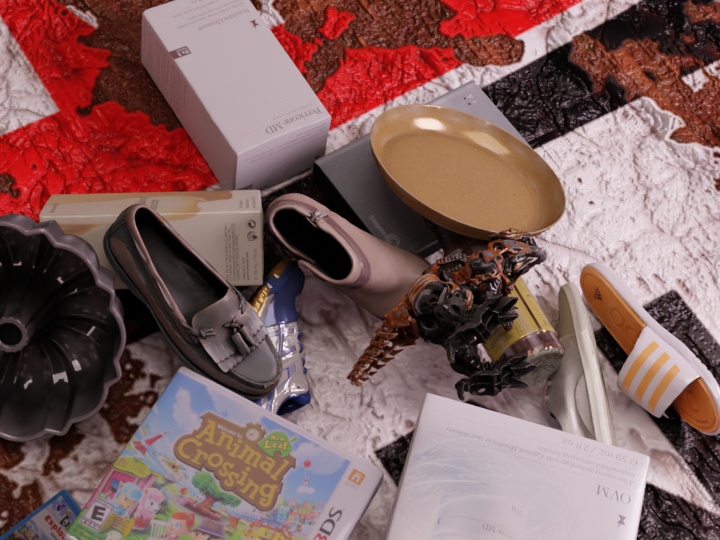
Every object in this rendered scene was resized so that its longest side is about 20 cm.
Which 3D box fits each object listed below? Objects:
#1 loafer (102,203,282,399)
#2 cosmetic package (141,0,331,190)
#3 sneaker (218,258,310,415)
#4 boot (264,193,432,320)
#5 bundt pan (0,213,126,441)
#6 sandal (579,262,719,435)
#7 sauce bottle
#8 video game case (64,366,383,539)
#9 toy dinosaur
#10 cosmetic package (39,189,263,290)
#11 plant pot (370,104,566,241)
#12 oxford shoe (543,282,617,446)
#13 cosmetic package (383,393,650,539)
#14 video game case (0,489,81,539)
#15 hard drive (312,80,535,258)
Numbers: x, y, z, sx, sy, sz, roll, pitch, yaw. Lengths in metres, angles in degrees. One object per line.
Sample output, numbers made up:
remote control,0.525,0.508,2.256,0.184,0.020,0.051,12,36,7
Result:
loafer,-0.140,0.027,1.339,0.200,0.063,0.072,45,58,1
cosmetic package,-0.126,-0.180,1.562,0.112,0.081,0.201,-26,63,-23
sneaker,-0.081,0.086,1.416,0.087,0.075,0.202,26,62,-7
boot,0.000,0.000,1.415,0.199,0.146,0.071,31,95,9
bundt pan,-0.293,0.040,1.354,0.199,0.204,0.076,9,23,-1
sandal,0.252,0.082,1.448,0.059,0.080,0.207,-27,56,-20
sauce bottle,0.117,0.013,1.444,0.064,0.065,0.201,-17,57,-16
video game case,-0.108,0.192,1.276,0.198,0.022,0.183,26,58,12
toy dinosaur,0.082,0.042,1.361,0.200,0.102,0.136,-48,43,2
cosmetic package,-0.187,-0.029,1.433,0.197,0.072,0.105,-2,14,-6
plant pot,0.098,-0.088,1.485,0.198,0.028,0.201,16,35,-12
oxford shoe,0.193,0.099,1.433,0.057,0.075,0.202,-13,56,14
cosmetic package,0.117,0.237,1.304,0.197,0.123,0.202,15,59,3
video game case,-0.279,0.286,1.252,0.199,0.018,0.143,-37,57,-13
hard drive,0.071,-0.093,1.558,0.199,0.033,0.140,-29,65,-22
